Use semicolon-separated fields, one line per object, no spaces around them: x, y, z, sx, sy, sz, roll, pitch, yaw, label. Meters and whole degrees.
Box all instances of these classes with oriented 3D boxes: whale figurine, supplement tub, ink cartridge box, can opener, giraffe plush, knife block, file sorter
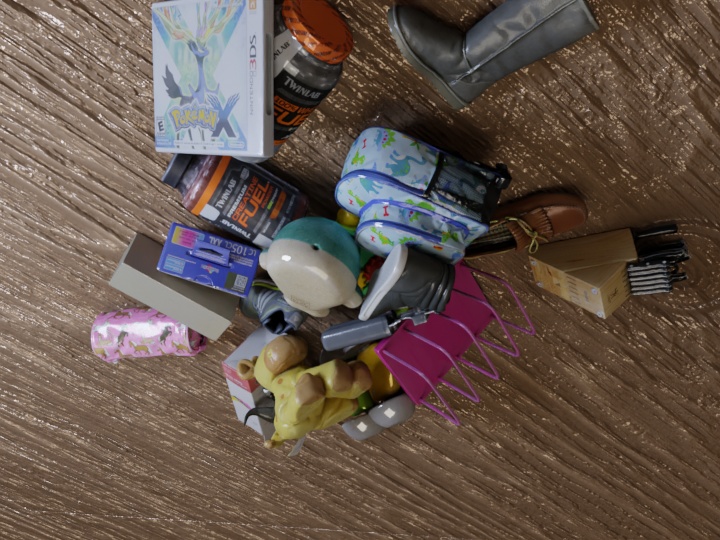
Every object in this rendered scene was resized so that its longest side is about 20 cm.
-0.063;-0.003;1.053;0.157;0.105;0.200;23;157;4;whale figurine
-0.180;-0.109;1.076;0.198;0.108;0.107;29;130;-18;supplement tub
-0.221;-0.012;1.115;0.135;0.077;0.200;18;177;-9;ink cartridge box
-0.171;0.207;1.348;0.067;0.116;0.202;23;139;29;ink cartridge box
-0.105;-0.239;0.934;0.122;0.123;0.200;33;129;-21;supplement tub
0.030;0.063;1.113;0.198;0.053;0.068;-16;96;22;can opener
-0.102;0.172;1.199;0.171;0.163;0.200;4;133;-51;giraffe plush
0.375;-0.021;1.116;0.199;0.175;0.064;31;153;47;knife block
0.151;0.110;1.142;0.125;0.200;0.139;24;156;53;file sorter

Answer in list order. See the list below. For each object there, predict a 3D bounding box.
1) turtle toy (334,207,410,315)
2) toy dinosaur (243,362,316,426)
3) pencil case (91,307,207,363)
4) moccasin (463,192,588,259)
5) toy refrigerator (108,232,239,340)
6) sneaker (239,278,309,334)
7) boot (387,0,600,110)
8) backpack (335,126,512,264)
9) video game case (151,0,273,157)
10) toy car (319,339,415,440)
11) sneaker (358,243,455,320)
0.000;0.000;1.151;0.199;0.102;0.146;31;129;-19;turtle toy
-0.115;0.221;1.304;0.076;0.200;0.103;9;128;35;toy dinosaur
-0.369;0.111;1.323;0.197;0.083;0.087;-6;131;13;pencil case
0.225;-0.059;1.079;0.198;0.078;0.074;-9;131;16;moccasin
-0.305;0.030;1.244;0.199;0.076;0.070;31;130;-20;toy refrigerator
-0.145;0.061;1.218;0.074;0.082;0.199;41;150;-25;sneaker
0.155;-0.293;0.882;0.199;0.073;0.181;-25;139;35;boot
0.065;-0.091;1.000;0.198;0.149;0.183;25;163;-8;backpack
-0.181;-0.233;0.903;0.198;0.022;0.185;9;103;37;video game case
0.034;0.181;1.290;0.149;0.177;0.200;-13;163;-37;toy car
0.062;0.034;1.004;0.098;0.072;0.200;20;155;-9;sneaker
